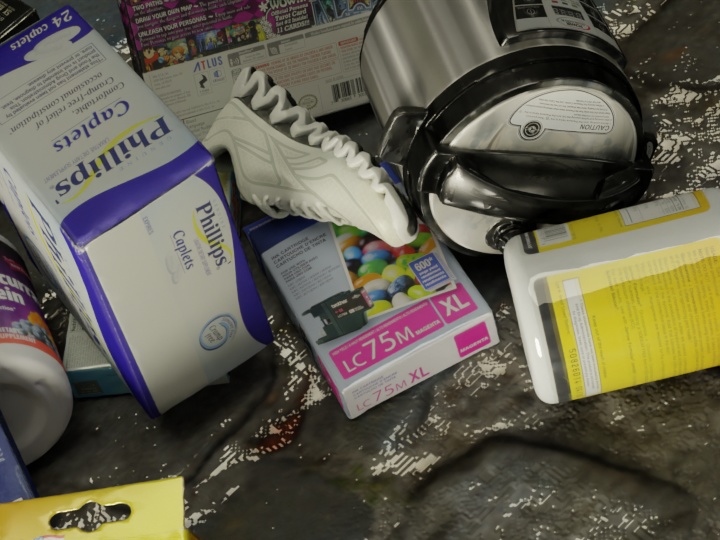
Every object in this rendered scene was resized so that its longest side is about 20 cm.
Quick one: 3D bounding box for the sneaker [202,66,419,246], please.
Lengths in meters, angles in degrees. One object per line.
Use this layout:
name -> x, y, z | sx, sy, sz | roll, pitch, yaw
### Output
sneaker -> -0.037, -0.064, 1.220 | 0.081, 0.075, 0.200 | -48, 53, -6

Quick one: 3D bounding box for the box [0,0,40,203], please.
box -> -0.316, -0.158, 1.353 | 0.199, 0.164, 0.086 | 34, 66, 33

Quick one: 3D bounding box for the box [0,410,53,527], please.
box -> -0.265, 0.158, 1.098 | 0.120, 0.032, 0.202 | -24, 89, -5

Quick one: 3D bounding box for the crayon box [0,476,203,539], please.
crayon box -> -0.151, 0.233, 1.031 | 0.125, 0.051, 0.202 | -8, 69, 9

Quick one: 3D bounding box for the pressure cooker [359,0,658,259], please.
pressure cooker -> 0.103, -0.106, 1.192 | 0.175, 0.179, 0.201 | -26, 48, 8

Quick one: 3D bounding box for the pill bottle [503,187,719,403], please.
pill bottle -> 0.198, 0.011, 1.110 | 0.198, 0.113, 0.113 | -13, 50, 5

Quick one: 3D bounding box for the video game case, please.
video game case -> -0.079, -0.194, 1.287 | 0.198, 0.183, 0.036 | -18, 21, -15

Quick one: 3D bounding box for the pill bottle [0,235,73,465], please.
pill bottle -> -0.279, 0.039, 1.215 | 0.111, 0.112, 0.201 | -25, 46, -6

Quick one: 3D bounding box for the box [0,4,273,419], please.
box -> -0.166, -0.039, 1.152 | 0.104, 0.185, 0.200 | -33, 51, -15

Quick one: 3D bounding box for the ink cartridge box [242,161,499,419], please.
ink cartridge box -> 0.000, 0.000, 1.222 | 0.118, 0.042, 0.201 | -27, 49, -7

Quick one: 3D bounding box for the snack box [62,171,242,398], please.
snack box -> -0.149, -0.003, 1.265 | 0.115, 0.037, 0.202 | -6, 51, 9
